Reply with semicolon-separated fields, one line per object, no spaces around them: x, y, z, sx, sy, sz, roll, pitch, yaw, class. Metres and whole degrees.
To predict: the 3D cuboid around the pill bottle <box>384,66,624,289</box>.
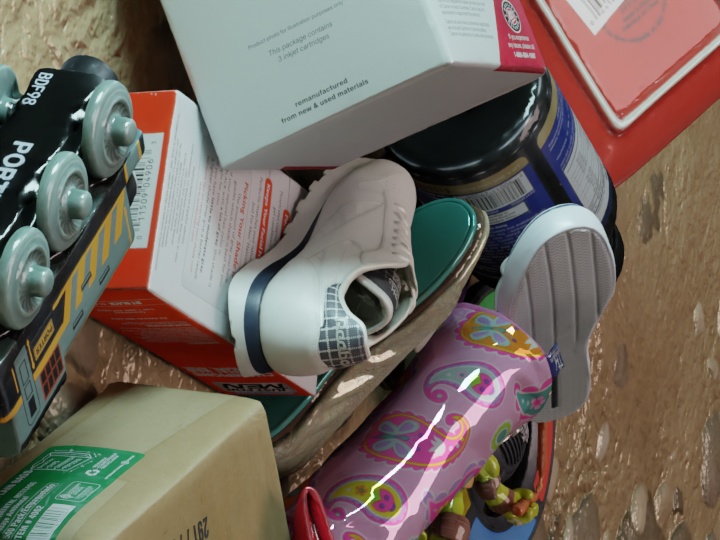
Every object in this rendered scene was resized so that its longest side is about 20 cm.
0.097;-0.055;1.797;0.200;0.112;0.112;54;43;-50;pill bottle

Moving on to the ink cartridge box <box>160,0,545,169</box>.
-0.019;-0.171;1.508;0.145;0.144;0.200;-5;73;-65;ink cartridge box

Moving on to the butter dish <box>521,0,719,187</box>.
0.146;-0.180;1.932;0.200;0.148;0.200;-41;111;-21;butter dish

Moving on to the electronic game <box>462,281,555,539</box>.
0.090;0.106;1.927;0.200;0.042;0.201;0;90;-64;electronic game

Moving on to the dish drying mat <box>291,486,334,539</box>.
-0.024;0.184;1.520;0.200;0.018;0.077;98;-25;-66;dish drying mat

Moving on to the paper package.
-0.117;0.178;1.423;0.200;0.103;0.191;-42;127;-57;paper package

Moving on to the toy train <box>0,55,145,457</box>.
-0.157;-0.009;1.304;0.200;0.085;0.114;-65;158;-44;toy train

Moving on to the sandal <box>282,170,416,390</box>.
-0.021;-0.015;1.687;0.200;0.054;0.082;57;36;-28;sandal

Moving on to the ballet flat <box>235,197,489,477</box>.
0.001;0.039;1.639;0.200;0.067;0.062;-43;144;-5;ballet flat

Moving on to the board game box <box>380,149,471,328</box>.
0.048;-0.046;1.852;0.120;0.032;0.200;67;34;-45;board game box

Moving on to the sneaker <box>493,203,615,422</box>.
0.108;0.015;1.735;0.200;0.073;0.071;95;-22;-54;sneaker

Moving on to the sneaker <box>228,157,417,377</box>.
0.000;0.000;1.549;0.200;0.080;0.077;-56;137;-53;sneaker

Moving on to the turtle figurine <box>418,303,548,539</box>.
0.050;0.115;1.789;0.200;0.064;0.161;61;38;-37;turtle figurine

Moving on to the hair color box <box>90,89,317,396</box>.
-0.085;-0.010;1.532;0.200;0.064;0.111;36;57;-58;hair color box

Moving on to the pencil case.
0.032;0.108;1.652;0.200;0.087;0.088;-47;134;-30;pencil case
